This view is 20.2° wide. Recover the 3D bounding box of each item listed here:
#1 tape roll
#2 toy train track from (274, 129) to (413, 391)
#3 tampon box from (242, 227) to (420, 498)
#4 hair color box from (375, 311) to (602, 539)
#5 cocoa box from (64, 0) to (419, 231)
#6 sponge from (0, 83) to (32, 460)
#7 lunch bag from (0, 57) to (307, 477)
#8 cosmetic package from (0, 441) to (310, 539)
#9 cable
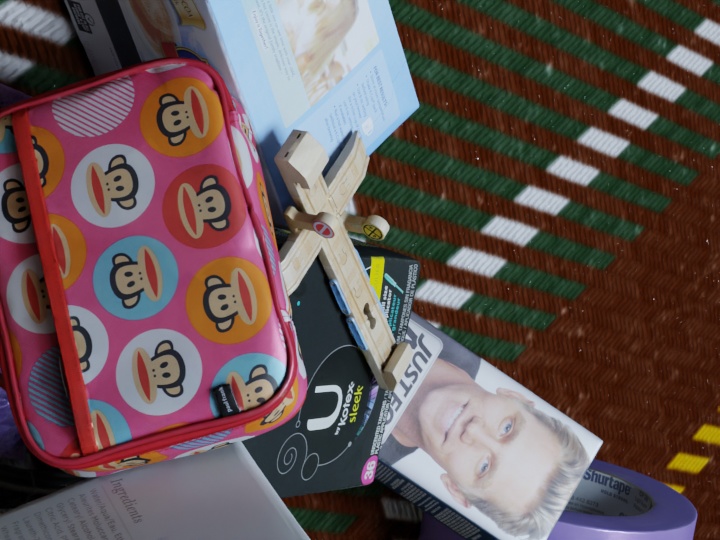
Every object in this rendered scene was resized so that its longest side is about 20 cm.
[{"bbox_3d":[0.142,0.197,1.488,0.199,0.199,0.086,-2,105,-49],"label":"tape roll"},{"bbox_3d":[0.000,0.000,1.160,0.115,0.032,0.201,-59,144,-31],"label":"toy train track"},{"bbox_3d":[-0.078,0.048,1.210,0.199,0.125,0.152,-1,106,-58],"label":"tampon box"},{"bbox_3d":[0.052,0.103,1.359,0.100,0.199,0.061,-57,-179,-17],"label":"hair color box"},{"bbox_3d":[-0.072,-0.148,1.160,0.133,0.130,0.201,-45,133,-31],"label":"cocoa box"},{"bbox_3d":[-0.206,0.002,1.141,0.111,0.030,0.202,19,88,-52],"label":"sponge"},{"bbox_3d":[-0.129,0.002,1.052,0.082,0.174,0.202,59,15,-77],"label":"lunch bag"},{"bbox_3d":[-0.112,0.215,1.040,0.198,0.165,0.166,-22,122,-14],"label":"cosmetic package"},{"bbox_3d":[-0.182,0.140,1.181,0.199,0.097,0.051,23,42,-55],"label":"cable"}]
